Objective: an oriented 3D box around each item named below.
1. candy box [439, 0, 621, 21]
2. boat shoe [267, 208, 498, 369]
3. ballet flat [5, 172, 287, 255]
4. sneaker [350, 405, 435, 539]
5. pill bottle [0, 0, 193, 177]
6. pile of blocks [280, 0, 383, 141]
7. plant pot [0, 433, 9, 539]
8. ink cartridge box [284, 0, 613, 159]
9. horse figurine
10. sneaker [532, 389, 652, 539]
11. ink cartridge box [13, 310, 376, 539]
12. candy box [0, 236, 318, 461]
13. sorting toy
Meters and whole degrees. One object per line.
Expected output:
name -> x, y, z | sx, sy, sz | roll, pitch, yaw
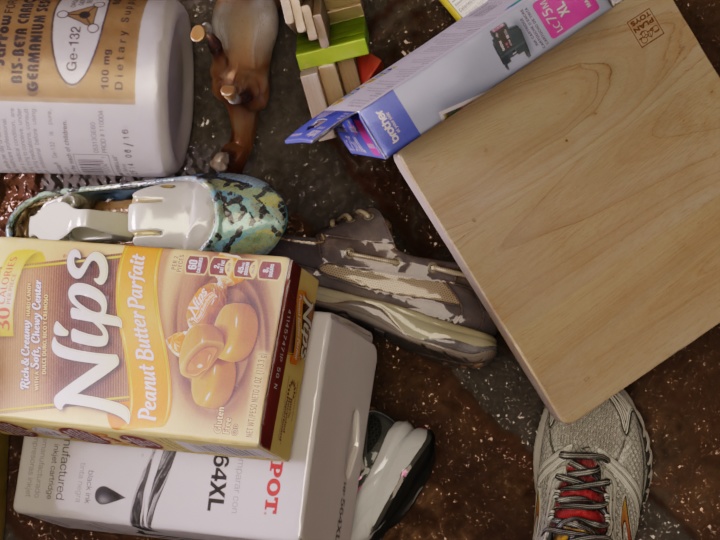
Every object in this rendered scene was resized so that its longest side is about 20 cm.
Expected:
candy box -> 0.149, -0.211, 1.697 | 0.200, 0.026, 0.102 | -40, 86, 4
boat shoe -> 0.000, 0.000, 1.697 | 0.199, 0.075, 0.074 | 21, 80, -2
ballet flat -> -0.142, -0.026, 1.665 | 0.199, 0.074, 0.075 | -8, 89, 32
sneaker -> -0.034, 0.172, 1.701 | 0.086, 0.080, 0.201 | 31, 85, 17
pill bottle -> -0.212, -0.119, 1.688 | 0.199, 0.114, 0.115 | 2, 90, 5
pile of blocks -> -0.019, -0.187, 1.686 | 0.062, 0.082, 0.201 | -14, 88, 5
plant pot -> -0.337, 0.088, 1.659 | 0.194, 0.200, 0.196 | 3, 90, 6
ink cartridge box -> 0.051, -0.120, 1.616 | 0.199, 0.119, 0.042 | -32, 99, -7
horse figurine -> -0.080, -0.164, 1.683 | 0.050, 0.133, 0.201 | -3, 77, 9
sneaker -> 0.145, 0.165, 1.670 | 0.077, 0.082, 0.202 | 2, 90, 6
ink cartridge box -> -0.103, 0.095, 1.660 | 0.199, 0.084, 0.147 | 3, 78, 21
candy box -> -0.133, 0.047, 1.606 | 0.199, 0.055, 0.116 | 4, 75, 21
sorting toy -> 0.148, -0.041, 1.653 | 0.199, 0.070, 0.199 | -33, 95, -10
